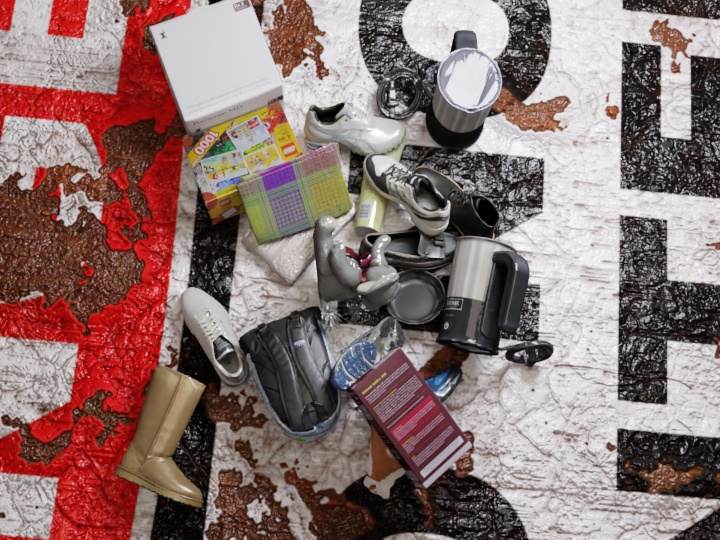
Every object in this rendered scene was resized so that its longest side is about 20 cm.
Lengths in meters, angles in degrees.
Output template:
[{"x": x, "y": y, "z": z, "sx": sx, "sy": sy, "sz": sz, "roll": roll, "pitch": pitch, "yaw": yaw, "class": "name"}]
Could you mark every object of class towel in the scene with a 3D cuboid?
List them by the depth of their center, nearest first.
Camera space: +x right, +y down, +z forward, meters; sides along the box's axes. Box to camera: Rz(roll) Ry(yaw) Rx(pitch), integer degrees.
[{"x": -0.114, "y": -0.136, "z": 1.620, "sx": 0.196, "sy": 0.146, "sz": 0.023, "roll": -22, "pitch": 34, "yaw": -7, "class": "towel"}, {"x": -0.112, "y": -0.086, "z": 1.678, "sx": 0.132, "sy": 0.035, "sz": 0.201, "roll": 40, "pitch": 78, "yaw": 7, "class": "towel"}]

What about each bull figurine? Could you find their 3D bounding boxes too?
[{"x": 0.062, "y": 0.285, "z": 1.529, "sx": 0.118, "sy": 0.065, "sz": 0.206, "roll": -2, "pitch": 86, "yaw": 1, "class": "bull figurine"}]

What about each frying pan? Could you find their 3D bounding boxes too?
[{"x": 0.063, "y": 0.047, "z": 1.651, "sx": 0.185, "sy": 0.031, "sz": 0.117, "roll": 5, "pitch": 58, "yaw": 8, "class": "frying pan"}]

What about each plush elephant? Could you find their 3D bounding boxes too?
[{"x": 0.000, "y": 0.000, "z": 1.569, "sx": 0.151, "sy": 0.165, "sz": 0.205, "roll": -5, "pitch": 80, "yaw": -5, "class": "plush elephant"}]

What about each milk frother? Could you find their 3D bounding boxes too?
[{"x": 0.254, "y": 0.061, "z": 1.616, "sx": 0.178, "sy": 0.198, "sz": 0.193, "roll": 4, "pitch": 76, "yaw": 41, "class": "milk frother"}, {"x": 0.139, "y": -0.329, "z": 1.661, "sx": 0.196, "sy": 0.188, "sz": 0.184, "roll": -16, "pitch": 78, "yaw": -6, "class": "milk frother"}]

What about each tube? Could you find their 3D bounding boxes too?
[{"x": 0.032, "y": -0.162, "z": 1.700, "sx": 0.057, "sy": 0.051, "sz": 0.205, "roll": 27, "pitch": 65, "yaw": -37, "class": "tube"}]

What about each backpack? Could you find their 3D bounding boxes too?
[{"x": -0.105, "y": 0.194, "z": 1.569, "sx": 0.160, "sy": 0.155, "sz": 0.202, "roll": -22, "pitch": 58, "yaw": -12, "class": "backpack"}]

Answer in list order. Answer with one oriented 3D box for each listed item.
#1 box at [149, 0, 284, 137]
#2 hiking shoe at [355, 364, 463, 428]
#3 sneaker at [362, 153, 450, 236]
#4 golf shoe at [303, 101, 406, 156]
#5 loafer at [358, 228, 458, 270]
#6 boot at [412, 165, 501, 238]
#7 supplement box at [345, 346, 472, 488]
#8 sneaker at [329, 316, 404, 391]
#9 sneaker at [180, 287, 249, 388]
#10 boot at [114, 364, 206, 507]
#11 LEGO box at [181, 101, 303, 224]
[{"x": -0.265, "y": -0.374, "z": 1.687, "sx": 0.195, "sy": 0.131, "sz": 0.204, "roll": -21, "pitch": 79, "yaw": -7, "class": "box"}, {"x": 0.092, "y": 0.219, "z": 1.596, "sx": 0.198, "sy": 0.074, "sz": 0.087, "roll": -36, "pitch": 84, "yaw": -10, "class": "hiking shoe"}, {"x": 0.090, "y": -0.157, "z": 1.635, "sx": 0.199, "sy": 0.088, "sz": 0.076, "roll": 41, "pitch": 65, "yaw": 12, "class": "sneaker"}, {"x": -0.010, "y": -0.270, "z": 1.681, "sx": 0.195, "sy": 0.098, "sz": 0.080, "roll": -2, "pitch": 55, "yaw": 0, "class": "golf shoe"}, {"x": 0.094, "y": -0.043, "z": 1.657, "sx": 0.195, "sy": 0.063, "sz": 0.073, "roll": -5, "pitch": 61, "yaw": -6, "class": "loafer"}, {"x": 0.179, "y": -0.136, "z": 1.651, "sx": 0.199, "sy": 0.139, "sz": 0.078, "roll": 40, "pitch": 78, "yaw": 7, "class": "boot"}, {"x": 0.078, "y": 0.240, "z": 1.468, "sx": 0.108, "sy": 0.061, "sz": 0.202, "roll": -36, "pitch": 90, "yaw": -15, "class": "supplement box"}, {"x": 0.001, "y": 0.158, "z": 1.569, "sx": 0.199, "sy": 0.084, "sz": 0.078, "roll": -35, "pitch": 96, "yaw": -50, "class": "sneaker"}, {"x": -0.258, "y": 0.112, "z": 1.602, "sx": 0.076, "sy": 0.081, "sz": 0.202, "roll": -33, "pitch": 79, "yaw": -8, "class": "sneaker"}, {"x": -0.318, "y": 0.288, "z": 1.566, "sx": 0.172, "sy": 0.066, "sz": 0.204, "roll": 22, "pitch": 76, "yaw": 2, "class": "boot"}, {"x": -0.210, "y": -0.199, "z": 1.659, "sx": 0.196, "sy": 0.078, "sz": 0.151, "roll": -23, "pitch": 64, "yaw": -7, "class": "LEGO box"}]
